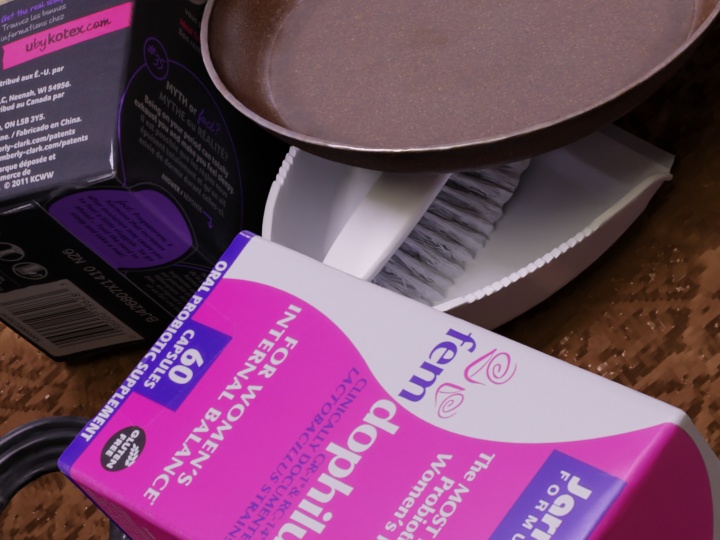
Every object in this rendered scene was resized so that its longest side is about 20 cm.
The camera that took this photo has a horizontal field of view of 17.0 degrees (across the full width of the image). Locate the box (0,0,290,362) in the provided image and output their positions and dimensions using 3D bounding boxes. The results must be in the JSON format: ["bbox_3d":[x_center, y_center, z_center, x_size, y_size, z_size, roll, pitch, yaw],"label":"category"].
[{"bbox_3d":[-0.098,-0.083,0.939,0.106,0.122,0.200,-11,57,25],"label":"box"}]

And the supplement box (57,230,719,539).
[{"bbox_3d":[0.019,0.077,0.729,0.200,0.103,0.101,22,68,45],"label":"supplement box"}]

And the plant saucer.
[{"bbox_3d":[0.041,-0.096,0.885,0.200,0.032,0.200,-9,40,8],"label":"plant saucer"}]

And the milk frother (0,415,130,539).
[{"bbox_3d":[-0.177,0.106,0.863,0.181,0.200,0.188,-67,21,7],"label":"milk frother"}]

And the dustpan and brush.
[{"bbox_3d":[0.000,0.000,0.871,0.140,0.057,0.200,33,82,40],"label":"dustpan and brush"}]
